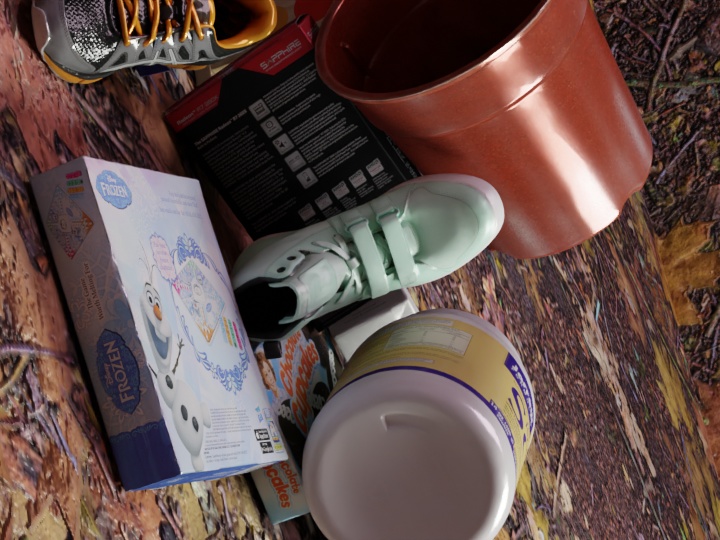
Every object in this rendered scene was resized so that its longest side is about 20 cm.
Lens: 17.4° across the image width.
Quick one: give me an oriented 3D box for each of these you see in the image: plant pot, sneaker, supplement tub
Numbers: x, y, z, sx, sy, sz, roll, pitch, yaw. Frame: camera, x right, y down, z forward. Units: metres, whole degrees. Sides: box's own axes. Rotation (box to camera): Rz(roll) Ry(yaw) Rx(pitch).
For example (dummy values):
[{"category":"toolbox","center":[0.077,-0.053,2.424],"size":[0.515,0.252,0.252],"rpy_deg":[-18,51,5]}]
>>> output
[{"category":"plant pot","center":[0.101,-0.125,1.662],"size":[0.195,0.200,0.201],"rpy_deg":[54,21,-35]},{"category":"sneaker","center":[0.000,0.000,1.590],"size":[0.118,0.200,0.074],"rpy_deg":[-64,133,-67]},{"category":"sneaker","center":[-0.136,-0.169,1.543],"size":[0.200,0.077,0.078],"rpy_deg":[-13,95,-52]},{"category":"supplement tub","center":[0.046,0.113,1.637],"size":[0.200,0.145,0.146],"rpy_deg":[-57,126,-71]}]

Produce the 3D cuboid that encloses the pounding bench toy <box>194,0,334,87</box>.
[{"category":"pounding bench toy","center":[-0.044,-0.212,1.862],"size":[0.124,0.156,0.200],"rpy_deg":[50,24,-52]}]

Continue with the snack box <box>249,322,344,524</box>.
[{"category":"snack box","center":[-0.050,0.093,1.678],"size":[0.200,0.037,0.116],"rpy_deg":[-53,121,-72]}]

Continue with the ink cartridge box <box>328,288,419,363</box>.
[{"category":"ink cartridge box","center":[0.006,0.028,1.852],"size":[0.116,0.067,0.200],"rpy_deg":[61,1,-33]}]

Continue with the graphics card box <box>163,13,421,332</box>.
[{"category":"graphics card box","center":[-0.034,-0.070,1.701],"size":[0.200,0.125,0.051],"rpy_deg":[54,16,-8]}]

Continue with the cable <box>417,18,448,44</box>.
[{"category":"cable","center":[0.041,-0.120,1.804],"size":[0.051,0.163,0.200],"rpy_deg":[51,-23,40]}]

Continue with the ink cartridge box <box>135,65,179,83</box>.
[{"category":"ink cartridge box","center":[-0.156,-0.210,1.686],"size":[0.200,0.039,0.100],"rpy_deg":[-85,151,-62]}]

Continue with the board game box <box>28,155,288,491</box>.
[{"category":"board game box","center":[-0.123,0.035,1.475],"size":[0.200,0.043,0.200],"rpy_deg":[8,64,-73]}]
